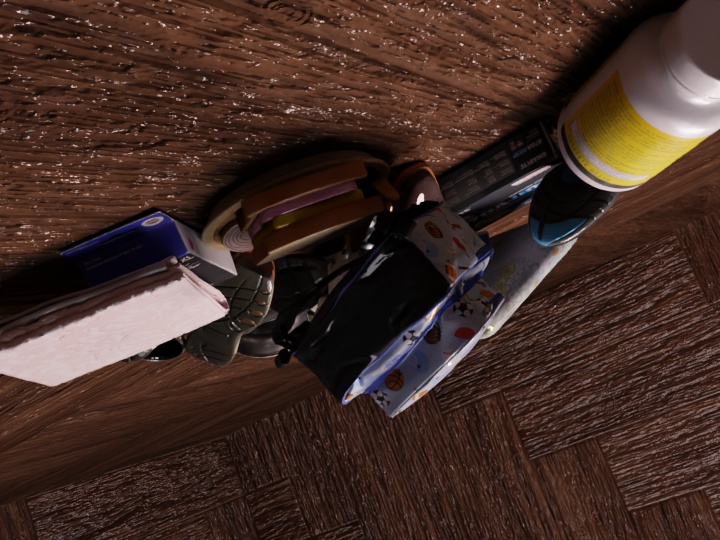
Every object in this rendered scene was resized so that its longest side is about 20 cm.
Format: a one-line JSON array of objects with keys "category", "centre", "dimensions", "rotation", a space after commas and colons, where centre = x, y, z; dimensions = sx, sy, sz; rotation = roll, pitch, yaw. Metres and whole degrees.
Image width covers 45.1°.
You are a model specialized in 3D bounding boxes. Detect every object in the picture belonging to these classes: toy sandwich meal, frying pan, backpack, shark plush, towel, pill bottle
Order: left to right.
[{"category": "towel", "centre": [-0.233, 0.051, 0.805], "dimensions": [0.198, 0.032, 0.191], "rotation": [-21, 166, -2]}, {"category": "frying pan", "centre": [-0.159, 0.059, 1.145], "dimensions": [0.115, 0.188, 0.031], "rotation": [-58, 155, -43]}, {"category": "toy sandwich meal", "centre": [-0.049, -0.043, 0.787], "dimensions": [0.203, 0.071, 0.205], "rotation": [-21, 169, -4]}, {"category": "shark plush", "centre": [0.000, 0.000, 0.954], "dimensions": [0.083, 0.202, 0.090], "rotation": [-25, -149, -36]}, {"category": "backpack", "centre": [0.046, 0.025, 0.808], "dimensions": [0.200, 0.154, 0.191], "rotation": [-43, -177, 33]}, {"category": "towel", "centre": [0.157, 0.018, 1.049], "dimensions": [0.171, 0.048, 0.200], "rotation": [-48, -171, -20]}, {"category": "pill bottle", "centre": [0.261, -0.153, 0.759], "dimensions": [0.110, 0.112, 0.200], "rotation": [-19, 169, -15]}]

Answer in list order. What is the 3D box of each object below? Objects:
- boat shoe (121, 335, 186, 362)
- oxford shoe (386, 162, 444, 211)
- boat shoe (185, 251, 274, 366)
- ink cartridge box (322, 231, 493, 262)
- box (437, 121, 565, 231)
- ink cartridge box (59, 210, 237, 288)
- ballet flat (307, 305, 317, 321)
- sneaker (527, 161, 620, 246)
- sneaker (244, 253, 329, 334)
[{"category": "boat shoe", "centre": [-0.248, 0.066, 0.963], "dimensions": [0.073, 0.064, 0.201], "rotation": [-18, 168, 7]}, {"category": "oxford shoe", "centre": [0.078, -0.027, 0.928], "dimensions": [0.071, 0.073, 0.201], "rotation": [-32, 138, -15]}, {"category": "boat shoe", "centre": [-0.148, 0.033, 0.985], "dimensions": [0.075, 0.074, 0.200], "rotation": [27, 140, -12]}, {"category": "ink cartridge box", "centre": [0.038, -0.011, 1.098], "dimensions": [0.198, 0.041, 0.200], "rotation": [-9, 178, -18]}, {"category": "box", "centre": [0.166, -0.102, 1.003], "dimensions": [0.199, 0.046, 0.158], "rotation": [-28, 168, 33]}, {"category": "ink cartridge box", "centre": [-0.187, -0.005, 0.803], "dimensions": [0.094, 0.037, 0.200], "rotation": [-22, 168, 4]}, {"category": "ballet flat", "centre": [-0.098, 0.064, 1.202], "dimensions": [0.198, 0.071, 0.068], "rotation": [7, -150, 4]}, {"category": "sneaker", "centre": [0.245, -0.092, 0.896], "dimensions": [0.200, 0.073, 0.082], "rotation": [-49, 151, -17]}, {"category": "sneaker", "centre": [-0.095, 0.019, 1.050], "dimensions": [0.199, 0.076, 0.079], "rotation": [-21, -176, 43]}]
